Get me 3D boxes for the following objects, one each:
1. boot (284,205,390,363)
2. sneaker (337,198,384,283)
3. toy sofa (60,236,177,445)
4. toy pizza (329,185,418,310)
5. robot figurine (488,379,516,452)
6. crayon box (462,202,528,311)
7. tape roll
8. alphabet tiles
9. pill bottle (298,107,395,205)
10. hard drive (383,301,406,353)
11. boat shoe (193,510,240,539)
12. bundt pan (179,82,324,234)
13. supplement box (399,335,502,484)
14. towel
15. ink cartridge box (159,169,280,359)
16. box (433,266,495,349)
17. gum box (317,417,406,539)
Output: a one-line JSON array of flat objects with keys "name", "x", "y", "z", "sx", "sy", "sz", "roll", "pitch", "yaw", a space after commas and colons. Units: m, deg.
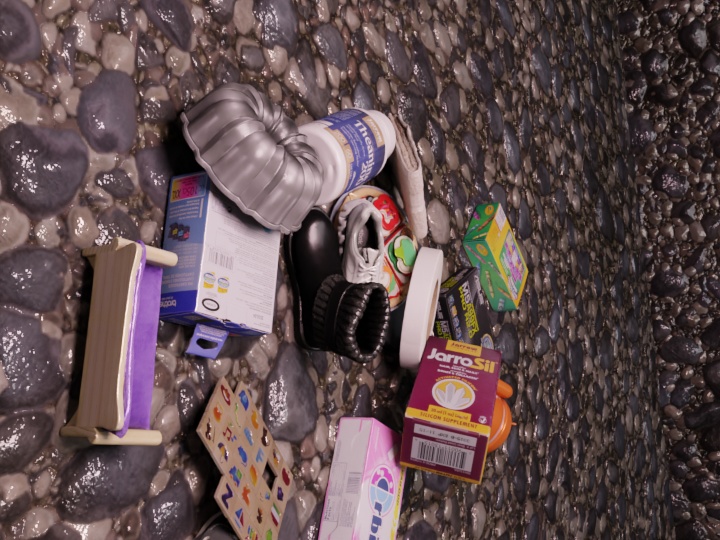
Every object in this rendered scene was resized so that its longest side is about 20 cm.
[{"name": "boot", "x": -0.030, "y": 0.014, "z": 1.028, "sx": 0.078, "sy": 0.157, "sz": 0.217, "roll": -7, "pitch": 92, "yaw": -32}, {"name": "sneaker", "x": 0.000, "y": 0.000, "z": 1.102, "sx": 0.073, "sy": 0.081, "sz": 0.205, "roll": -2, "pitch": 98, "yaw": -21}, {"name": "toy sofa", "x": -0.236, "y": 0.074, "z": 0.779, "sx": 0.082, "sy": 0.096, "sz": 0.205, "roll": 19, "pitch": 69, "yaw": -52}, {"name": "toy pizza", "x": 0.029, "y": -0.036, "z": 1.194, "sx": 0.197, "sy": 0.031, "sz": 0.206, "roll": 12, "pitch": 72, "yaw": -41}, {"name": "robot figurine", "x": 0.192, "y": 0.254, "z": 1.361, "sx": 0.199, "sy": 0.116, "sz": 0.146, "roll": 38, "pitch": 71, "yaw": -30}, {"name": "crayon box", "x": 0.291, "y": -0.027, "z": 1.616, "sx": 0.202, "sy": 0.057, "sz": 0.120, "roll": 60, "pitch": 41, "yaw": -32}, {"name": "tape roll", "x": 0.102, "y": 0.064, "z": 1.256, "sx": 0.203, "sy": 0.036, "sz": 0.208, "roll": 10, "pitch": 90, "yaw": -80}, {"name": "alphabet tiles", "x": -0.140, "y": 0.239, "z": 0.927, "sx": 0.168, "sy": 0.007, "sz": 0.203, "roll": -76, "pitch": 146, "yaw": -61}, {"name": "pill bottle", "x": -0.025, "y": -0.176, "z": 1.118, "sx": 0.199, "sy": 0.109, "sz": 0.113, "roll": -37, "pitch": 115, "yaw": -53}, {"name": "hard drive", "x": 0.039, "y": 0.020, "z": 1.255, "sx": 0.139, "sy": 0.032, "sz": 0.205, "roll": 34, "pitch": 58, "yaw": -49}, {"name": "boat shoe", "x": -0.165, "y": 0.334, "z": 0.873, "sx": 0.199, "sy": 0.066, "sz": 0.074, "roll": -23, "pitch": 102, "yaw": -58}, {"name": "bundt pan", "x": -0.119, "y": -0.148, "z": 0.921, "sx": 0.201, "sy": 0.076, "sz": 0.203, "roll": 43, "pitch": 20, "yaw": -19}, {"name": "supplement box", "x": 0.144, "y": 0.210, "z": 1.173, "sx": 0.201, "sy": 0.128, "sz": 0.105, "roll": -65, "pitch": 161, "yaw": -56}, {"name": "towel", "x": 0.077, "y": -0.159, "z": 1.234, "sx": 0.202, "sy": 0.034, "sz": 0.135, "roll": -102, "pitch": 180, "yaw": -50}, {"name": "ink cartridge box", "x": -0.168, "y": -0.001, "z": 0.910, "sx": 0.136, "sy": 0.075, "sz": 0.205, "roll": 24, "pitch": 64, "yaw": -53}, {"name": "box", "x": 0.200, "y": 0.115, "z": 1.471, "sx": 0.159, "sy": 0.043, "sz": 0.205, "roll": -31, "pitch": 111, "yaw": -53}, {"name": "gum box", "x": 0.007, "y": 0.335, "z": 1.128, "sx": 0.113, "sy": 0.065, "sz": 0.204, "roll": 39, "pitch": 54, "yaw": -45}]
